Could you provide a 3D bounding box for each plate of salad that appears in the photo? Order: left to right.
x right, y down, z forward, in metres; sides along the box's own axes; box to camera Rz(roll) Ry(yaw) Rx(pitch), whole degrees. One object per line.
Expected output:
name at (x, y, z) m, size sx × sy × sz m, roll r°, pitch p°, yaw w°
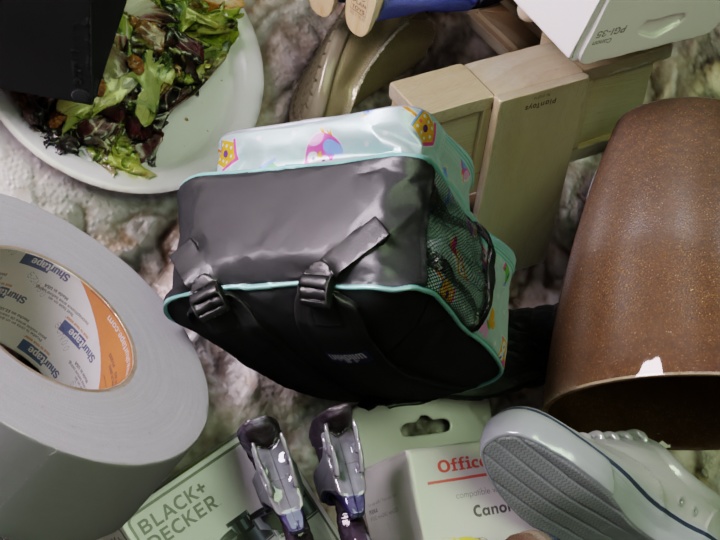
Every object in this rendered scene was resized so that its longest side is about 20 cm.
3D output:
plate of salad at (-0.150, -0.146, 0.919) m, size 0.200 × 0.048 × 0.201 m, roll 11°, pitch 66°, yaw -26°

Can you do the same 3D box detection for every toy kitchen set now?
toy kitchen set at (0.076, -0.114, 1.017) m, size 0.200 × 0.163 × 0.181 m, roll -18°, pitch 48°, yaw -25°

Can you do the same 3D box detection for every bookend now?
bookend at (-0.235, -0.215, 0.856) m, size 0.200 × 0.092 × 0.199 m, roll 10°, pitch 51°, yaw -3°

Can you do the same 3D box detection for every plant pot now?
plant pot at (0.210, -0.003, 0.924) m, size 0.187 × 0.187 × 0.200 m, roll 12°, pitch 68°, yaw -25°

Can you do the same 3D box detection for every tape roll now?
tape roll at (-0.179, 0.046, 0.755) m, size 0.200 × 0.066 × 0.200 m, roll 34°, pitch 24°, yaw -17°

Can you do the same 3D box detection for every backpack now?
backpack at (0.000, 0.000, 0.851) m, size 0.200 × 0.175 × 0.154 m, roll 48°, pitch 42°, yaw -50°

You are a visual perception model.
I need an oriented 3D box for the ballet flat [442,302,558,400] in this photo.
ballet flat at (0.094, 0.057, 0.983) m, size 0.200 × 0.057 × 0.067 m, roll -2°, pitch 79°, yaw -23°

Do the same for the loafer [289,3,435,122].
loafer at (0.013, -0.161, 0.999) m, size 0.067 × 0.076 × 0.200 m, roll 31°, pitch 59°, yaw -8°

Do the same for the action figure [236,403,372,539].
action figure at (-0.011, 0.176, 0.779) m, size 0.130 × 0.069 × 0.200 m, roll -12°, pitch 71°, yaw -20°

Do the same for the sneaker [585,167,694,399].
sneaker at (0.215, 0.009, 1.060) m, size 0.071 × 0.073 × 0.200 m, roll 21°, pitch 58°, yaw -50°

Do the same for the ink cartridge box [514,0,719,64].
ink cartridge box at (0.140, -0.238, 0.921) m, size 0.146 × 0.083 × 0.200 m, roll -18°, pitch 59°, yaw -35°

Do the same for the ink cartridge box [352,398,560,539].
ink cartridge box at (0.072, 0.170, 0.906) m, size 0.116 × 0.067 × 0.200 m, roll -4°, pitch 73°, yaw -31°

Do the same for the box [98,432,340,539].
box at (-0.055, 0.202, 0.827) m, size 0.117 × 0.060 × 0.200 m, roll -30°, pitch 87°, yaw -35°

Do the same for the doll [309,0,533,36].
doll at (0.069, -0.197, 0.949) m, size 0.200 × 0.049 × 0.136 m, roll -20°, pitch 39°, yaw -34°

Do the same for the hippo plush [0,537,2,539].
hippo plush at (-0.262, 0.177, 0.697) m, size 0.200 × 0.160 × 0.161 m, roll 13°, pitch 34°, yaw 21°

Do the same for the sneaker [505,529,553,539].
sneaker at (0.077, 0.242, 0.801) m, size 0.075 × 0.070 × 0.200 m, roll 13°, pitch 66°, yaw -23°

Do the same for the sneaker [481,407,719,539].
sneaker at (0.151, 0.131, 0.883) m, size 0.200 × 0.073 × 0.071 m, roll 37°, pitch 46°, yaw -27°
